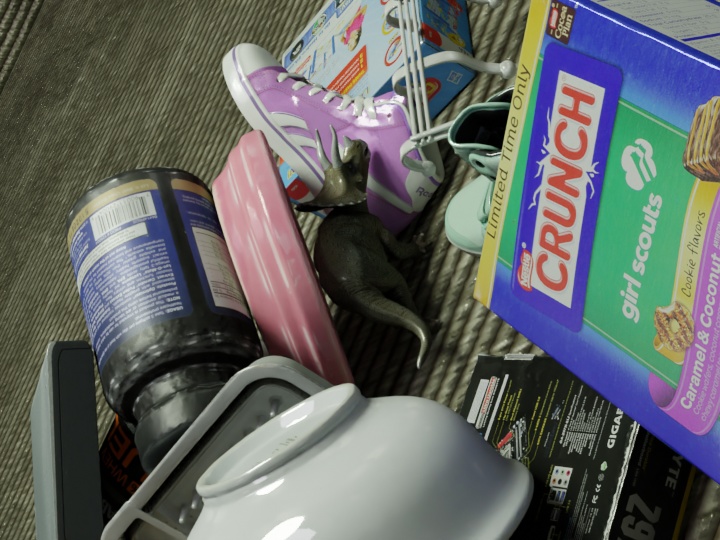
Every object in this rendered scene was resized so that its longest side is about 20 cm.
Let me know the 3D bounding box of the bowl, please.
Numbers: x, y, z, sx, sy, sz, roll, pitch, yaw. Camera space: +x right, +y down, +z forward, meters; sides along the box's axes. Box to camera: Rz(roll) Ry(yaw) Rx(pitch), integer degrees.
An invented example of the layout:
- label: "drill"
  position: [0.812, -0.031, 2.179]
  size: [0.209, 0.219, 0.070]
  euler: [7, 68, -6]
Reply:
- label: "bowl"
  position: [-0.020, 0.120, 0.660]
  size: [0.200, 0.091, 0.201]
  euler: [-32, 5, 3]

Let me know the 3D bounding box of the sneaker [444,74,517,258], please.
- label: "sneaker"
  position: [0.088, -0.067, 0.815]
  size: [0.200, 0.118, 0.074]
  euler: [-18, 53, 56]

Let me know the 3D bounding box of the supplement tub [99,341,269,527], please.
- label: "supplement tub"
  position: [-0.139, 0.147, 1.016]
  size: [0.201, 0.122, 0.123]
  euler: [-63, 26, 14]

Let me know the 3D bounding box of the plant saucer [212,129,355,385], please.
- label: "plant saucer"
  position: [-0.059, 0.000, 0.944]
  size: [0.050, 0.202, 0.201]
  euler: [-19, 34, -2]

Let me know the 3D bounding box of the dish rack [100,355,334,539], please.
- label: "dish rack"
  position: [-0.048, 0.150, 0.821]
  size: [0.200, 0.171, 0.044]
  euler: [-49, 15, 25]

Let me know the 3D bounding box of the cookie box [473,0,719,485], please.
- label: "cookie box"
  position: [0.149, -0.021, 0.582]
  size: [0.200, 0.075, 0.172]
  euler: [40, 131, 45]

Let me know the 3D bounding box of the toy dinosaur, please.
- label: "toy dinosaur"
  position: [0.000, 0.000, 0.922]
  size: [0.077, 0.102, 0.201]
  euler: [-41, 37, 32]

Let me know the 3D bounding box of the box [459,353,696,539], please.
- label: "box"
  position: [0.094, 0.144, 0.694]
  size: [0.159, 0.049, 0.201]
  euler: [-9, 59, 61]

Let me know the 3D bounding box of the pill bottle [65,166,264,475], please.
- label: "pill bottle"
  position: [-0.130, 0.036, 0.893]
  size: [0.112, 0.111, 0.201]
  euler: [-44, 51, 32]

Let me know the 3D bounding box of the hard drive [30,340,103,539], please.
- label: "hard drive"
  position: [-0.211, 0.142, 0.930]
  size: [0.200, 0.033, 0.141]
  euler: [133, 132, -66]

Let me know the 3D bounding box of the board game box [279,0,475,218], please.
- label: "board game box"
  position: [0.008, -0.178, 1.124]
  size: [0.200, 0.056, 0.197]
  euler: [-43, 34, 35]

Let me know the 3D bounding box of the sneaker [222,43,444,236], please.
- label: "sneaker"
  position: [-0.013, -0.123, 1.010]
  size: [0.114, 0.201, 0.073]
  euler: [-45, -9, 25]

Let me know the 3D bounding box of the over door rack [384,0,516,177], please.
- label: "over door rack"
  position: [0.110, -0.165, 0.910]
  size: [0.199, 0.066, 0.149]
  euler: [-27, 53, 31]
